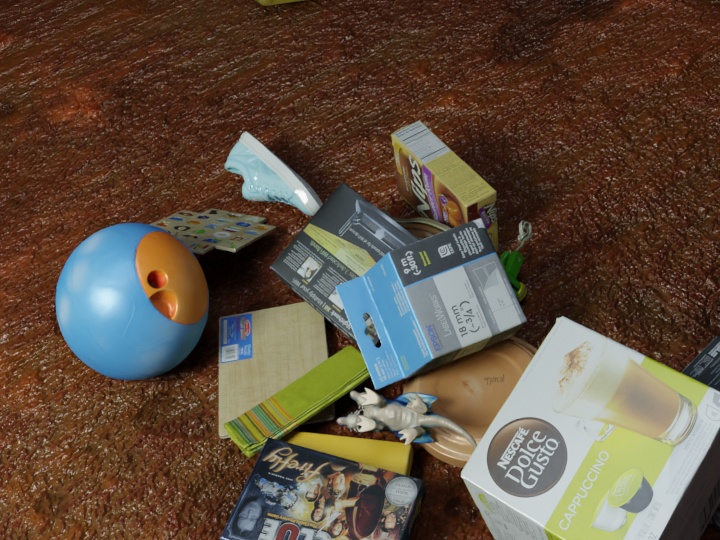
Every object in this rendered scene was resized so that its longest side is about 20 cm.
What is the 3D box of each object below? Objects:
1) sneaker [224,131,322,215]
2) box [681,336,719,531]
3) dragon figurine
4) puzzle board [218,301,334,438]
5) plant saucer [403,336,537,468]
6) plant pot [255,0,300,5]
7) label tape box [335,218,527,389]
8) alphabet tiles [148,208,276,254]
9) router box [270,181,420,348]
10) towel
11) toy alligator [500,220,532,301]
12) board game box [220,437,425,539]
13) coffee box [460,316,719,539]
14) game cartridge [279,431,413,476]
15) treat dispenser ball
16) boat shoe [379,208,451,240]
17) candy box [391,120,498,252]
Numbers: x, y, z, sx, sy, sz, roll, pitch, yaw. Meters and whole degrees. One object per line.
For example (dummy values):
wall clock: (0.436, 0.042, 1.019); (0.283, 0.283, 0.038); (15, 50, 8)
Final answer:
sneaker: (-0.137, -0.129, 1.560); (0.082, 0.074, 0.200); (-50, 57, 4)
box: (0.420, 0.185, 1.159); (0.199, 0.044, 0.159); (-38, 52, -24)
dragon figurine: (0.057, 0.174, 1.193); (0.196, 0.099, 0.060); (5, 84, 21)
puzzle board: (-0.114, 0.128, 1.333); (0.147, 0.018, 0.202); (-10, 45, 2)
plant saucer: (0.150, 0.153, 1.250); (0.196, 0.033, 0.203); (-5, 46, 5)
plant pot: (-0.148, -0.627, 1.945); (0.190, 0.197, 0.203); (-7, 52, 3)
label tape box: (0.086, 0.041, 1.247); (0.197, 0.063, 0.146); (-20, 75, -14)
alphabet tiles: (-0.224, -0.059, 1.470); (0.163, 0.006, 0.200); (10, 20, 19)
router box: (0.000, 0.000, 1.355); (0.199, 0.052, 0.158); (38, 82, 26)
towel: (-0.075, 0.157, 1.256); (0.198, 0.018, 0.086); (-32, 28, -18)
toy alligator: (0.189, 0.015, 1.362); (0.054, 0.059, 0.202); (-28, 29, 44)
board game box: (-0.040, 0.275, 1.126); (0.196, 0.035, 0.137); (11, 51, 19)
coffee box: (0.246, 0.210, 1.029); (0.196, 0.201, 0.201); (27, 71, 32)
game cartridge: (-0.038, 0.283, 1.163); (0.172, 0.033, 0.203); (4, 50, 14)
treat dispenser ball: (-0.297, 0.040, 1.319); (0.196, 0.203, 0.203); (-5, 45, 5)
boat shoe: (0.059, -0.033, 1.425); (0.197, 0.073, 0.068); (14, 54, 34)
candy box: (0.120, -0.112, 1.449); (0.056, 0.118, 0.201); (-25, 47, -15)
